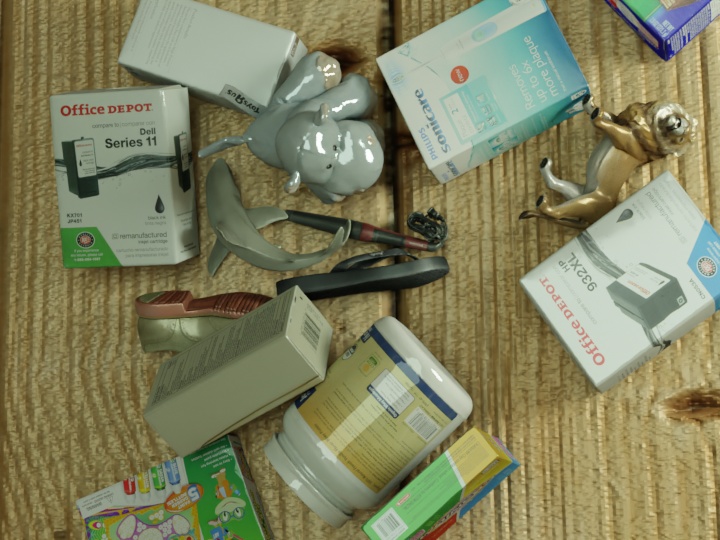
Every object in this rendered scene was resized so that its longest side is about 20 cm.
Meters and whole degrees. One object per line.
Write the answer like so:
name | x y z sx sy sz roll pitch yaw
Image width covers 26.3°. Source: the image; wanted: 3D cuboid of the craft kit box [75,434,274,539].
craft kit box | -0.198 0.314 1.728 0.199 0.049 0.199 -24 79 8

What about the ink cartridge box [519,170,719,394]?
ink cartridge box | 0.291 0.014 1.647 0.199 0.084 0.146 -36 75 5

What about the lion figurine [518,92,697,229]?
lion figurine | 0.271 -0.111 1.683 0.122 0.073 0.201 30 106 -24

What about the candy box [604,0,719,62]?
candy box | 0.354 -0.365 1.702 0.200 0.077 0.169 -42 74 2

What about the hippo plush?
hippo plush | -0.047 -0.159 1.681 0.199 0.161 0.161 20 93 -18

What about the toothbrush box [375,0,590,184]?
toothbrush box | 0.139 -0.211 1.721 0.199 0.085 0.147 -26 76 8

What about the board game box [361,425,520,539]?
board game box | 0.087 0.231 1.595 0.153 0.200 0.040 -42 75 3

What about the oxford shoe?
oxford shoe | -0.159 0.067 1.759 0.198 0.071 0.075 4 106 13

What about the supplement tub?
supplement tub | 0.007 0.164 1.654 0.200 0.144 0.144 -44 74 2

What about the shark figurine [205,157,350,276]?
shark figurine | -0.117 -0.037 1.736 0.213 0.089 0.129 26 90 27

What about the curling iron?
curling iron | 0.007 -0.051 1.755 0.198 0.026 0.050 5 60 18

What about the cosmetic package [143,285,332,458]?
cosmetic package | -0.133 0.111 1.685 0.199 0.104 0.073 -30 114 23

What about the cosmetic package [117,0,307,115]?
cosmetic package | -0.173 -0.252 1.805 0.198 0.074 0.102 21 86 13

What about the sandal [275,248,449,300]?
sandal | -0.001 0.000 1.719 0.198 0.076 0.043 -7 79 12

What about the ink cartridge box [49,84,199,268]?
ink cartridge box | -0.270 -0.109 1.768 0.145 0.083 0.202 -2 97 13
